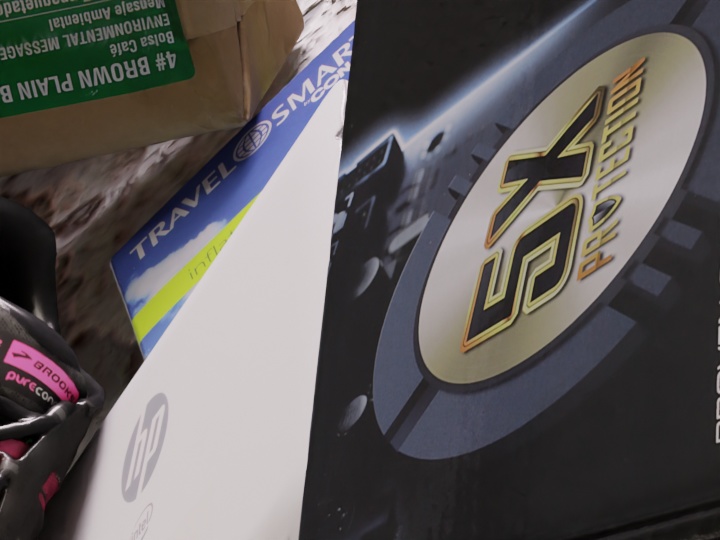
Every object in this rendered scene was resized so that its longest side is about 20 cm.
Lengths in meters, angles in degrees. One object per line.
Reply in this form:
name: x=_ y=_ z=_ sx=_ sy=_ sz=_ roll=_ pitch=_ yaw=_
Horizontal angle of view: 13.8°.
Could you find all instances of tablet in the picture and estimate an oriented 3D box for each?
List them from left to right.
tablet: x=-0.047 y=0.060 z=0.715 sx=0.200 sy=0.014 sz=0.130 roll=-53 pitch=27 yaw=40

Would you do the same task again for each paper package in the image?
paper package: x=-0.129 y=-0.086 z=0.907 sx=0.199 sy=0.104 sz=0.191 roll=-11 pitch=13 yaw=7

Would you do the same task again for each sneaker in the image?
sneaker: x=-0.110 y=0.049 z=0.759 sx=0.084 sy=0.077 sz=0.200 roll=-51 pitch=28 yaw=29

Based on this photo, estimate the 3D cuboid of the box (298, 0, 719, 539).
box: x=0.079 y=-0.023 z=0.588 sx=0.164 sy=0.086 sz=0.201 roll=-20 pitch=55 yaw=44

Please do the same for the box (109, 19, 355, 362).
box: x=0.000 y=0.000 z=0.791 sx=0.122 sy=0.048 sz=0.200 roll=-43 pitch=26 yaw=7
